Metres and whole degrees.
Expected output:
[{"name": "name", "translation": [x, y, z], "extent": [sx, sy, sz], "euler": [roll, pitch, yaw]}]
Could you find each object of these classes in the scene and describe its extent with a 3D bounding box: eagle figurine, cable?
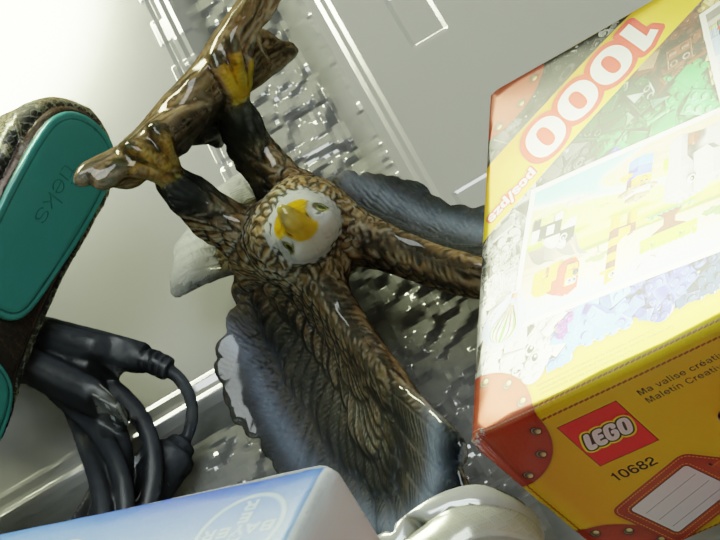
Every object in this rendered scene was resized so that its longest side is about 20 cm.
[{"name": "eagle figurine", "translation": [-0.002, 0.001, 0.803], "extent": [0.200, 0.151, 0.152], "euler": [40, 121, 7]}, {"name": "cable", "translation": [-0.164, 0.087, 0.864], "extent": [0.198, 0.051, 0.164], "euler": [12, 68, 28]}]

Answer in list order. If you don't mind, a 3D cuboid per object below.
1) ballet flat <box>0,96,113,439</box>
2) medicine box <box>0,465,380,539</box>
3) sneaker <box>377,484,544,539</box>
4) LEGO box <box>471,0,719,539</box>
[{"name": "ballet flat", "translation": [-0.157, 0.022, 0.837], "extent": [0.075, 0.068, 0.201], "euler": [-8, 50, 45]}, {"name": "medicine box", "translation": [-0.087, 0.165, 0.579], "extent": [0.181, 0.103, 0.200], "euler": [-15, 28, 32]}, {"name": "sneaker", "translation": [0.008, 0.163, 0.678], "extent": [0.201, 0.075, 0.081], "euler": [-62, 33, 5]}, {"name": "LEGO box", "translation": [0.134, -0.024, 0.644], "extent": [0.199, 0.077, 0.150], "euler": [-29, 37, 31]}]
